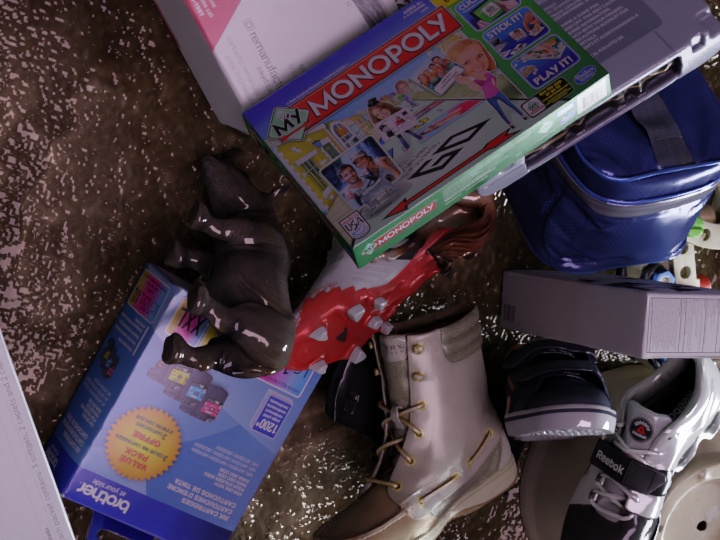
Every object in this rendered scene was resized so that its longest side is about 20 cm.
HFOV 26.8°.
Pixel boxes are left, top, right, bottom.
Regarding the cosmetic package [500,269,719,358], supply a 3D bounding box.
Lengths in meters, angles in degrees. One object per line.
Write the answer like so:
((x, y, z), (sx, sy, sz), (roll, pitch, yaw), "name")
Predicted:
((0.189, 0.030, 1.131), (0.083, 0.200, 0.051), (3, 93, -25), "cosmetic package")

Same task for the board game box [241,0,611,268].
((0.042, -0.107, 0.978), (0.200, 0.135, 0.029), (-35, 151, -9), "board game box")

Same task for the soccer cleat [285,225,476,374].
((0.000, 0.000, 1.090), (0.200, 0.085, 0.069), (-39, 149, -27), "soccer cleat")

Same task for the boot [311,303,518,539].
((0.029, 0.121, 1.110), (0.200, 0.072, 0.155), (-25, 111, -38), "boot")

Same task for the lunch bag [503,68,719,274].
((0.174, -0.114, 1.089), (0.136, 0.200, 0.132), (-11, 148, -23), "lunch bag")

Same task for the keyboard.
((0.045, 0.122, 1.191), (0.200, 0.040, 0.104), (28, 80, -33), "keyboard")

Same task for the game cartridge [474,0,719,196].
((0.127, -0.149, 1.020), (0.200, 0.133, 0.040), (-31, 153, -6), "game cartridge")

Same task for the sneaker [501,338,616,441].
((0.144, 0.089, 1.135), (0.078, 0.200, 0.079), (0, 83, -2), "sneaker")

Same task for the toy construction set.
((0.281, 0.018, 1.231), (0.131, 0.092, 0.200), (-14, 92, -22), "toy construction set")

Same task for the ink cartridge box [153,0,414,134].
((-0.033, -0.205, 1.039), (0.200, 0.085, 0.146), (-35, 115, -14), "ink cartridge box")

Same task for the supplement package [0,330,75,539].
((-0.271, 0.113, 0.976), (0.111, 0.156, 0.200), (-22, 112, -17), "supplement package")

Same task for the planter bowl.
((0.250, 0.191, 1.239), (0.200, 0.135, 0.200), (-6, 105, -22), "planter bowl")

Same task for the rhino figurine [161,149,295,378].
((-0.084, -0.009, 1.029), (0.087, 0.200, 0.060), (23, 133, -27), "rhino figurine")

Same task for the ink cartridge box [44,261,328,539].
((-0.135, 0.116, 1.084), (0.136, 0.076, 0.200), (29, 92, -27), "ink cartridge box")

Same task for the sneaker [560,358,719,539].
((0.205, 0.140, 1.136), (0.200, 0.074, 0.089), (-57, 147, -15), "sneaker")

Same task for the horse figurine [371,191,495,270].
((0.043, -0.081, 1.081), (0.133, 0.200, 0.050), (-17, 154, -19), "horse figurine")
